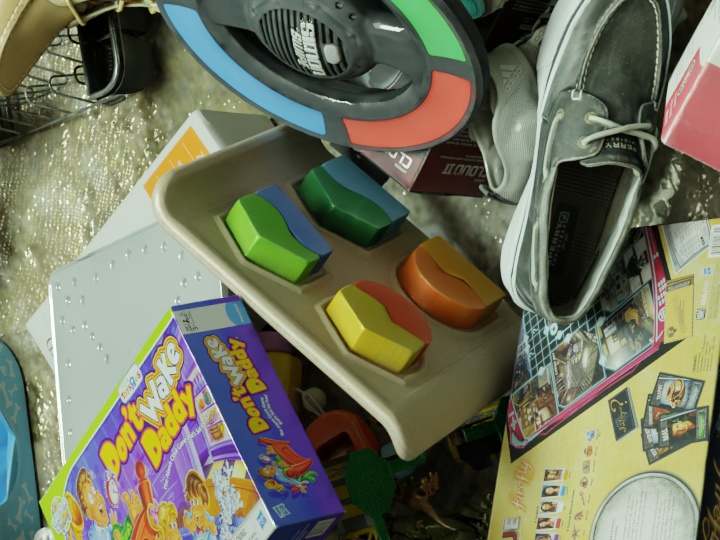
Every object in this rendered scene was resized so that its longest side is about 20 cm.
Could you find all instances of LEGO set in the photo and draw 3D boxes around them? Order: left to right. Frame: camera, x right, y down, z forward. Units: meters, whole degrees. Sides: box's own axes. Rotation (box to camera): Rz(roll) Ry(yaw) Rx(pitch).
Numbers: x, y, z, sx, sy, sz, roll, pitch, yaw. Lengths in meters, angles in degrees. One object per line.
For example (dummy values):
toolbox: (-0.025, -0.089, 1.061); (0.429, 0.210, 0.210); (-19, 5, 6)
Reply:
LEGO set: (0.020, 0.155, 1.447); (0.116, 0.200, 0.154); (-21, 94, 41)

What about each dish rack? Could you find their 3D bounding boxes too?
dish rack: (-0.222, -0.165, 1.730); (0.200, 0.055, 0.154); (-18, 77, 38)

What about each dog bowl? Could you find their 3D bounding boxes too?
dog bowl: (-0.270, 0.131, 1.763); (0.111, 0.050, 0.200); (-15, 79, 38)

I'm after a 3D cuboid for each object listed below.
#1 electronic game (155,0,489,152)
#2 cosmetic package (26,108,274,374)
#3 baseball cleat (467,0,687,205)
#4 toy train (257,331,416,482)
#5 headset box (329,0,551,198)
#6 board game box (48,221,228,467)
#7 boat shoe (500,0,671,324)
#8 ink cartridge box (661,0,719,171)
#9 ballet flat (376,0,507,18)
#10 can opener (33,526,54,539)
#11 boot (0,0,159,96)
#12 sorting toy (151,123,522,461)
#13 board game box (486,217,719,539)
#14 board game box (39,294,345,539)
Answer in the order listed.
electronic game: (-0.024, -0.132, 1.393); (0.200, 0.200, 0.042); (1, 51, 39)
cosmetic package: (-0.112, 0.005, 1.623); (0.200, 0.071, 0.101); (-50, 60, 27)
baseball cleat: (0.118, -0.127, 1.414); (0.070, 0.106, 0.200); (27, 104, 57)
toy train: (-0.075, 0.119, 1.562); (0.200, 0.056, 0.150); (-28, 69, 15)
headset box: (0.036, -0.147, 1.503); (0.149, 0.075, 0.200); (39, 112, 34)
board game box: (-0.116, 0.078, 1.489); (0.200, 0.026, 0.200); (-22, 71, 54)
boat shoe: (0.129, -0.065, 1.372); (0.071, 0.072, 0.200); (-135, 53, -65)
ink cartridge box: (0.232, -0.147, 1.288); (0.083, 0.145, 0.200); (27, 109, 1)
ballet flat: (0.005, -0.168, 1.448); (0.200, 0.076, 0.064); (3, 58, 37)
can opener: (-0.135, 0.153, 1.643); (0.200, 0.079, 0.063); (-39, 63, 21)
boot: (-0.139, -0.170, 1.605); (0.155, 0.073, 0.200); (30, 80, 15)
sorting toy: (0.000, 0.000, 1.426); (0.200, 0.185, 0.036); (45, 119, 9)
board game box: (0.141, 0.074, 1.394); (0.135, 0.035, 0.200); (-5, 65, 39)
board game box: (-0.094, 0.126, 1.385); (0.200, 0.045, 0.135); (-54, 55, 45)
